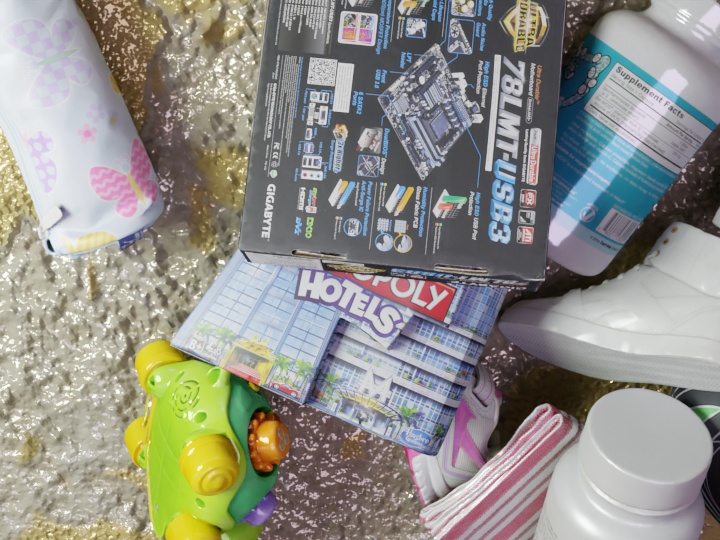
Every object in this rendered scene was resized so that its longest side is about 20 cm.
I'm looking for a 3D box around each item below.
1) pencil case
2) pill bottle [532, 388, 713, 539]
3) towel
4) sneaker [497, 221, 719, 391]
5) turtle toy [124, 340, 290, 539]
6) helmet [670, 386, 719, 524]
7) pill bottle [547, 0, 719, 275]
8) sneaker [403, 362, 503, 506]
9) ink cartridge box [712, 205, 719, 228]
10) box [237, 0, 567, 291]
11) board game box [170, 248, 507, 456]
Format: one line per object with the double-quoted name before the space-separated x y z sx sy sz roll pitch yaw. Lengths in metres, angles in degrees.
"pencil case" -0.207 -0.109 0.738 0.091 0.083 0.201 -28 114 -19
"pill bottle" 0.194 0.190 0.828 0.114 0.115 0.201 0 130 -7
"towel" 0.155 0.188 0.909 0.146 0.030 0.200 -45 136 13
"sneaker" 0.208 0.020 0.833 0.074 0.199 0.116 46 61 -44
"turtle toy" -0.113 0.151 0.842 0.101 0.146 0.201 -6 128 -28
"helmet" 0.331 0.117 0.836 0.199 0.200 0.191 -25 102 4
"pill bottle" 0.182 -0.103 0.772 0.111 0.111 0.200 31 106 -18
"sneaker" 0.062 0.090 0.863 0.088 0.081 0.201 -19 122 0
"ink cartridge box" 0.383 -0.080 0.765 0.144 0.147 0.201 8 114 -35
"box" 0.029 -0.096 0.724 0.198 0.050 0.201 5 81 1
"board game box" 0.000 0.000 0.770 0.199 0.062 0.201 22 89 8
